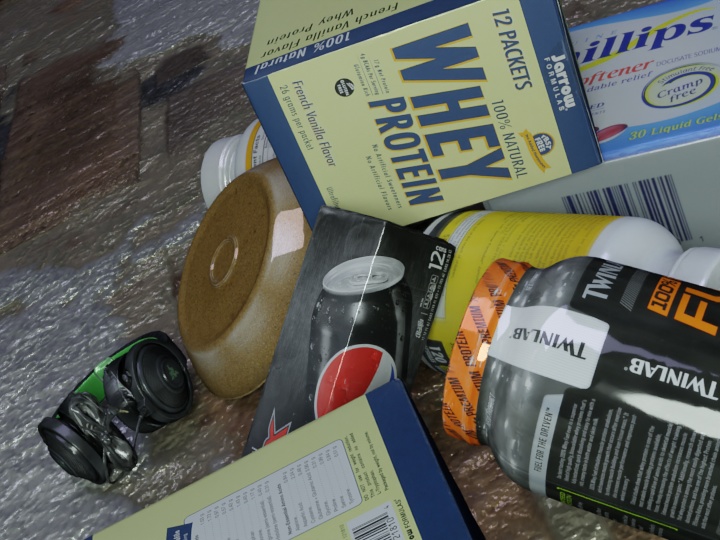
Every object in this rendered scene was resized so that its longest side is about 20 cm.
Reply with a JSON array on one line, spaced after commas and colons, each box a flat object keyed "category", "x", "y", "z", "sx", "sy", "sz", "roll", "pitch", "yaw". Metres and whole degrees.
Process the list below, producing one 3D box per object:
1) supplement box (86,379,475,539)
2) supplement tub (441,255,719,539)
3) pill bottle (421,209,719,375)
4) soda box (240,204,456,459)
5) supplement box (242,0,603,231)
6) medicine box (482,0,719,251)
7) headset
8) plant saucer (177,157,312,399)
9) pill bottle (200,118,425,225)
[{"category": "supplement box", "x": -0.021, "y": 0.194, "z": 0.528, "sx": 0.199, "sy": 0.135, "sz": 0.200, "roll": -27, "pitch": 31, "yaw": 1}, {"category": "supplement tub", "x": 0.148, "y": 0.065, "z": 0.548, "sx": 0.199, "sy": 0.123, "sz": 0.123, "roll": 17, "pitch": 49, "yaw": 19}, {"category": "pill bottle", "x": 0.131, "y": 0.021, "z": 0.691, "sx": 0.199, "sy": 0.112, "sz": 0.112, "roll": 6, "pitch": 45, "yaw": 43}, {"category": "soda box", "x": -0.012, "y": 0.066, "z": 0.689, "sx": 0.071, "sy": 0.063, "sz": 0.201, "roll": 18, "pitch": 91, "yaw": 50}, {"category": "supplement box", "x": 0.042, "y": -0.147, "z": 0.775, "sx": 0.199, "sy": 0.135, "sz": 0.200, "roll": -17, "pitch": 34, "yaw": 12}, {"category": "medicine box", "x": 0.196, "y": -0.099, "z": 0.820, "sx": 0.181, "sy": 0.103, "sz": 0.200, "roll": -12, "pitch": 36, "yaw": 25}, {"category": "headset", "x": -0.190, "y": 0.097, "z": 0.844, "sx": 0.123, "sy": 0.094, "sz": 0.200, "roll": -40, "pitch": 21, "yaw": -3}, {"category": "plant saucer", "x": -0.092, "y": -0.002, "z": 0.873, "sx": 0.200, "sy": 0.035, "sz": 0.201, "roll": -34, "pitch": 46, "yaw": 44}, {"category": "pill bottle", "x": -0.037, "y": -0.086, "z": 0.976, "sx": 0.199, "sy": 0.113, "sz": 0.113, "roll": -5, "pitch": 39, "yaw": 33}]
